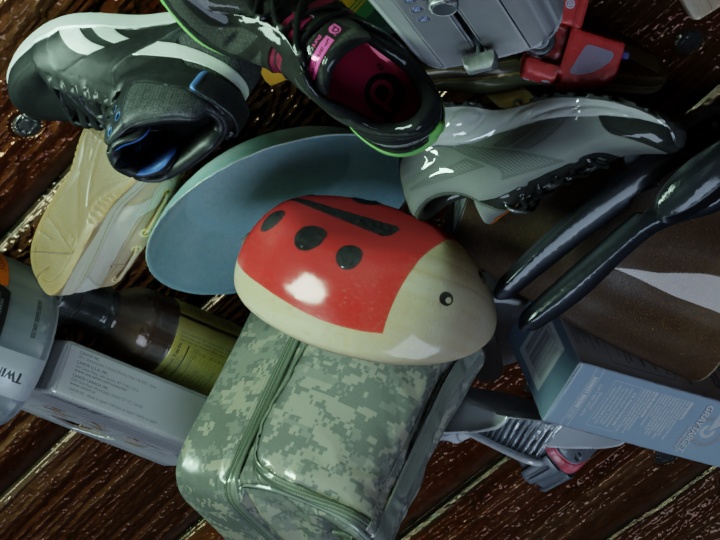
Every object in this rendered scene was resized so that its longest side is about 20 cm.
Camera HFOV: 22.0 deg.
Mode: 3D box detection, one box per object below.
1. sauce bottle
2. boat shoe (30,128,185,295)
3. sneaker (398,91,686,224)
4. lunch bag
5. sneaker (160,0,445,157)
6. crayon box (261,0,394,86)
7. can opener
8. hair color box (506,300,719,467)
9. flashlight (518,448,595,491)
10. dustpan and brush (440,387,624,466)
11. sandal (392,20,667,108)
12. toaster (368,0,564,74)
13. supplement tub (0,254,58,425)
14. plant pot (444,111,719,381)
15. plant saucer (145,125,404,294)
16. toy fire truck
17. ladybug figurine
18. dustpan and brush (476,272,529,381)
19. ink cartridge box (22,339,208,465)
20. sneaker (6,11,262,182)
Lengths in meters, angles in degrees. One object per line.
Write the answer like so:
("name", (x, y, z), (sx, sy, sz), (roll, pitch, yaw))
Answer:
("sauce bottle", (-0.147, 0.051, 1.404), (0.199, 0.065, 0.065), (26, 125, -28))
("boat shoe", (-0.159, -0.063, 1.291), (0.069, 0.074, 0.200), (3, 135, -46))
("sneaker", (0.115, -0.072, 1.193), (0.198, 0.080, 0.074), (-5, 174, 28))
("lunch bag", (-0.012, 0.112, 1.340), (0.167, 0.201, 0.140), (4, 145, 39))
("sneaker", (-0.029, -0.141, 1.102), (0.199, 0.084, 0.077), (29, 85, -8))
("crayon box", (-0.050, -0.221, 1.152), (0.118, 0.059, 0.200), (-22, 134, 13))
("can opener", (0.169, -0.036, 1.198), (0.199, 0.064, 0.078), (-35, 161, 17))
("hair color box", (0.217, 0.082, 1.388), (0.198, 0.099, 0.061), (16, 121, -25))
("flashlight", (0.215, 0.108, 1.516), (0.199, 0.068, 0.068), (-33, 136, 23))
("dustpan and brush", (0.093, 0.121, 1.428), (0.139, 0.199, 0.058), (11, 94, -39))
("sandal", (0.106, -0.131, 1.252), (0.198, 0.081, 0.054), (-2, 124, 1))
("toaster", (0.057, -0.218, 1.099), (0.113, 0.202, 0.129), (-12, 151, 17))
("supplement tub", (-0.325, 0.025, 1.305), (0.199, 0.123, 0.123), (24, 127, -30))
("plant pot", (0.165, -0.037, 1.304), (0.198, 0.188, 0.188), (14, 132, -6))
("plant saucer", (-0.061, -0.051, 1.306), (0.199, 0.039, 0.201), (-18, 154, -9))
("toy fire truck", (0.189, -0.201, 1.169), (0.140, 0.049, 0.202), (15, 100, 0))
("ladybug figurine", (0.000, 0.000, 1.238), (0.198, 0.136, 0.073), (17, 121, 28))
("dustpan and brush", (0.083, 0.033, 1.413), (0.138, 0.058, 0.201), (-16, 135, 7))
("ink cartridge box", (-0.186, 0.106, 1.436), (0.199, 0.045, 0.176), (26, 165, -31))
("sneaker", (-0.160, -0.105, 1.174), (0.198, 0.113, 0.073), (-8, 136, 30))
